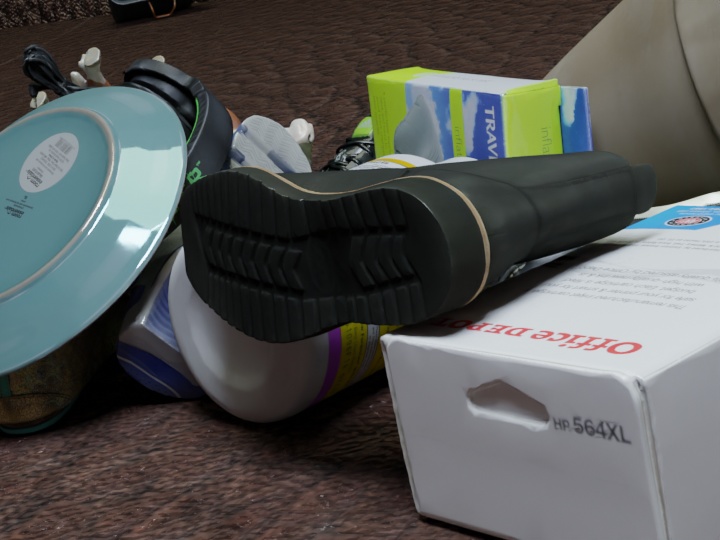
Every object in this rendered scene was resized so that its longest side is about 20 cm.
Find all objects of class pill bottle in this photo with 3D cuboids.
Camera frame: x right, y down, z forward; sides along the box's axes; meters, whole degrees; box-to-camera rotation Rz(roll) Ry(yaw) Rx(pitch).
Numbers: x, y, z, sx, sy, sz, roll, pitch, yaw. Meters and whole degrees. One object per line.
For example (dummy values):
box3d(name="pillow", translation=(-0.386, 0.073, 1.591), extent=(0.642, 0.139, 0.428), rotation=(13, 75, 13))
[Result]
box3d(name="pill bottle", translation=(0.000, 0.000, 0.911), extent=(0.103, 0.106, 0.199), rotation=(4, 19, 43))

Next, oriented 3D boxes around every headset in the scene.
box3d(name="headset", translation=(-0.148, -0.078, 1.004), extent=(0.123, 0.094, 0.200), rotation=(-44, 30, 0))

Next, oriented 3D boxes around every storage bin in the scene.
box3d(name="storage bin", translation=(-0.388, -0.532, 3.182), extent=(0.198, 0.147, 0.134), rotation=(-15, -12, -15))

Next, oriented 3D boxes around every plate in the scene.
box3d(name="plate", translation=(-0.183, -0.030, 0.932), extent=(0.198, 0.026, 0.202), rotation=(-21, 45, 22))

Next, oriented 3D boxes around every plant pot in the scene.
box3d(name="plant pot", translation=(0.201, -0.097, 1.007), extent=(0.172, 0.202, 0.199), rotation=(-23, 4, 37))

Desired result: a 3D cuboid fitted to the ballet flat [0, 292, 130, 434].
box3d(name="ballet flat", translation=(-0.171, 0.031, 0.992), extent=(0.070, 0.072, 0.200), rotation=(-8, 15, 10))

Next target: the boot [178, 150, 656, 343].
box3d(name="boot", translation=(0.021, -0.018, 0.770), extent=(0.137, 0.078, 0.199), rotation=(-17, 17, -38))

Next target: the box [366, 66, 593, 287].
box3d(name="box", translation=(0.071, -0.057, 1.039), extent=(0.047, 0.124, 0.200), rotation=(-12, 14, -24))

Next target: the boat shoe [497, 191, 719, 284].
box3d(name="boat shoe", translation=(0.169, 0.003, 0.901), extent=(0.197, 0.072, 0.068), rotation=(-6, 52, -9))

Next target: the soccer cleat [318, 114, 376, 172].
box3d(name="soccer cleat", translation=(-0.002, -0.063, 1.196), extent=(0.199, 0.082, 0.067), rotation=(-22, 19, -38))

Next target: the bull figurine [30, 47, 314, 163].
box3d(name="bull figurine", translation=(-0.127, -0.093, 1.157), extent=(0.198, 0.121, 0.066), rotation=(4, 61, 36))

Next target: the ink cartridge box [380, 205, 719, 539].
box3d(name="ink cartridge box", translation=(0.129, 0.040, 0.705), extent=(0.199, 0.085, 0.145), rotation=(-23, 18, -36))

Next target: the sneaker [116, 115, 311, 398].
box3d(name="sneaker", translation=(-0.099, 0.007, 0.997), extent=(0.115, 0.080, 0.200), rotation=(-33, 24, 37))
